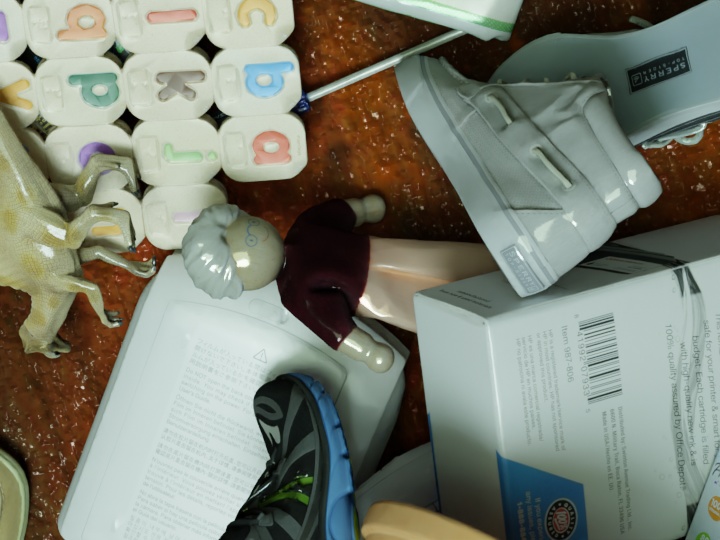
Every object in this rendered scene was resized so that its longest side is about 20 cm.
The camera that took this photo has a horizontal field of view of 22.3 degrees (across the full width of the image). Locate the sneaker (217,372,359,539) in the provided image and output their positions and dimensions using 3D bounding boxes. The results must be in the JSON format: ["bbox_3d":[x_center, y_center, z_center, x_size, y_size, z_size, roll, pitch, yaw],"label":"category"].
[{"bbox_3d":[-0.042,0.130,0.936,0.082,0.200,0.071,-6,135,0],"label":"sneaker"}]

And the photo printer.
[{"bbox_3d":[-0.071,0.094,1.067,0.166,0.069,0.201,23,107,4],"label":"photo printer"}]

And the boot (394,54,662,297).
[{"bbox_3d":[0.088,-0.070,0.946,0.095,0.200,0.074,-33,129,5],"label":"boot"}]

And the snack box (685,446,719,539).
[{"bbox_3d":[0.261,0.166,0.972,0.199,0.053,0.143,14,98,-29],"label":"snack box"}]

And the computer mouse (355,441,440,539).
[{"bbox_3d":[0.048,0.130,1.008,0.199,0.044,0.110,-30,81,-21],"label":"computer mouse"}]

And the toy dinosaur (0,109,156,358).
[{"bbox_3d":[-0.172,-0.029,1.006,0.101,0.058,0.201,-8,118,5],"label":"toy dinosaur"}]

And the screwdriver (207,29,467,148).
[{"bbox_3d":[-0.015,-0.103,1.027,0.199,0.029,0.028,-21,100,16],"label":"screwdriver"}]

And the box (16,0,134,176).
[{"bbox_3d":[-0.184,-0.188,1.025,0.200,0.050,0.199,43,108,-4],"label":"box"}]

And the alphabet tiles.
[{"bbox_3d":[-0.130,-0.102,1.008,0.194,0.015,0.201,-4,117,2],"label":"alphabet tiles"}]

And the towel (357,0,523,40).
[{"bbox_3d":[0.040,-0.236,0.980,0.152,0.023,0.201,17,103,4],"label":"towel"}]

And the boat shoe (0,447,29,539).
[{"bbox_3d":[-0.270,0.197,1.136,0.073,0.063,0.201,35,108,0],"label":"boat shoe"}]

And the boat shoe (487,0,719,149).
[{"bbox_3d":[0.157,-0.101,0.970,0.199,0.068,0.074,-21,74,38],"label":"boat shoe"}]

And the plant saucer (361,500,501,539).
[{"bbox_3d":[0.083,0.180,0.890,0.200,0.200,0.038,31,74,2],"label":"plant saucer"}]

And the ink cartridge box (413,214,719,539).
[{"bbox_3d":[0.139,0.064,0.962,0.199,0.084,0.145,-14,106,-23],"label":"ink cartridge box"}]

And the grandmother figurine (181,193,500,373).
[{"bbox_3d":[0.000,0.000,1.006,0.199,0.122,0.061,9,127,-10],"label":"grandmother figurine"}]
